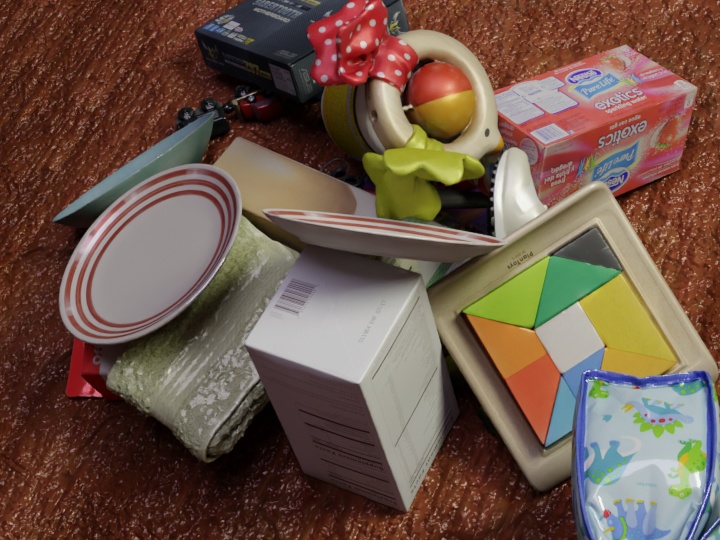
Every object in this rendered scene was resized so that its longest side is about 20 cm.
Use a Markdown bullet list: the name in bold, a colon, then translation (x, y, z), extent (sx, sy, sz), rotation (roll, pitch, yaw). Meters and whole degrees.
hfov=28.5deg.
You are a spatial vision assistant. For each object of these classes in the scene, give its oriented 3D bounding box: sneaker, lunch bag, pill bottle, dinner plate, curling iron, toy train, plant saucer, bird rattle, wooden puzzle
- **sneaker**: translation (0.158, -0.008, 1.231), extent (0.092, 0.070, 0.202), rotation (-1, 75, 2)
- **lunch bag**: translation (0.216, 0.200, 1.049), extent (0.126, 0.171, 0.201), rotation (0, 50, 16)
- **pill bottle**: translation (0.026, -0.159, 1.370), extent (0.112, 0.113, 0.200), rotation (-31, 13, -11)
- **dinner plate**: translation (-0.187, -0.012, 1.282), extent (0.198, 0.024, 0.202), rotation (-20, 45, 22)
- **curling iron**: translation (0.048, -0.079, 1.380), extent (0.198, 0.026, 0.050), rotation (7, 56, 16)
- **toy train**: translation (-0.107, -0.186, 1.549), extent (0.198, 0.034, 0.046), rotation (-22, 51, -3)
- **dinner plate**: translation (0.018, -0.027, 1.131), extent (0.198, 0.200, 0.025), rotation (8, 94, 21)
- **plant saucer**: translation (-0.223, -0.092, 1.455), extent (0.200, 0.039, 0.201), rotation (-33, 12, 8)
- **bird rattle**: translation (0.044, -0.147, 1.236), extent (0.162, 0.113, 0.202), rotation (-16, 77, -35)
- **wooden puzzle**: translation (0.174, 0.056, 1.168), extent (0.184, 0.037, 0.201), rotation (-32, 94, 1)

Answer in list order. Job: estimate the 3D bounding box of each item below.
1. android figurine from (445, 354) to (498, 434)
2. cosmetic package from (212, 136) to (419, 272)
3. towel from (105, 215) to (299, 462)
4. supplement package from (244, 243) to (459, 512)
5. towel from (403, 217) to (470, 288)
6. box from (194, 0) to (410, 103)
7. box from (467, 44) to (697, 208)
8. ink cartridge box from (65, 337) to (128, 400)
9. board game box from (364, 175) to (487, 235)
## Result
- **android figurine**: translation (0.168, 0.057, 1.268), extent (0.199, 0.041, 0.182), rotation (-35, 51, -12)
- **cosmetic package**: translation (-0.050, -0.040, 1.330), extent (0.199, 0.106, 0.071), rotation (24, 64, 35)
- **towel**: translation (-0.122, 0.057, 1.258), extent (0.148, 0.037, 0.201), rotation (31, 75, 26)
- **supplement package**: translation (-0.001, 0.092, 1.178), extent (0.109, 0.201, 0.114), rotation (17, 57, 26)
- **towel**: translation (0.000, 0.000, 1.367), extent (0.199, 0.031, 0.150), rotation (21, 62, 32)
- **box**: translation (-0.066, -0.260, 1.548), extent (0.157, 0.051, 0.199), rotation (-33, 37, -23)
- **box**: translation (0.207, -0.128, 1.336), extent (0.199, 0.095, 0.103), rotation (-23, 45, -30)
- **ink cartridge box**: translation (-0.190, 0.056, 1.334), extent (0.198, 0.067, 0.117), rotation (-2, 64, 13)
- **board game box**: translation (0.084, -0.110, 1.427), extent (0.157, 0.039, 0.201), rotation (19, 58, 28)
